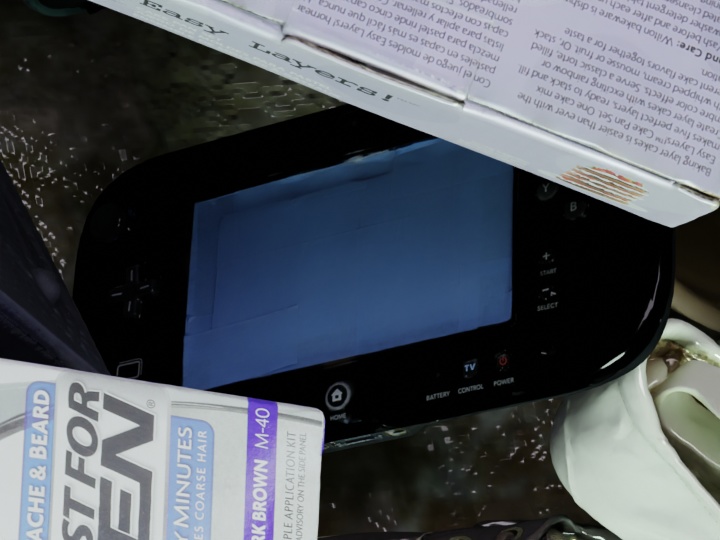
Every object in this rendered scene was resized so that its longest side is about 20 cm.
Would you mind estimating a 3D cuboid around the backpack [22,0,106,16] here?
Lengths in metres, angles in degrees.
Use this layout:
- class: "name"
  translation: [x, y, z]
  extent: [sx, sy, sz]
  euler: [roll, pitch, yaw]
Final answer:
- class: "backpack"
  translation: [-0.069, -0.175, 0.897]
  extent: [0.176, 0.200, 0.153]
  euler: [-39, 73, -12]

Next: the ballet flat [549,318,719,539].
- class: "ballet flat"
  translation: [0.141, 0.082, 0.802]
  extent: [0.200, 0.070, 0.069]
  euler: [35, 58, 11]

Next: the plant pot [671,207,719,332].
- class: "plant pot"
  translation: [0.129, -0.084, 0.931]
  extent: [0.200, 0.201, 0.093]
  euler: [-20, 25, -23]

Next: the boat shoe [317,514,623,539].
- class: "boat shoe"
  translation: [0.047, 0.099, 0.843]
  extent: [0.199, 0.065, 0.073]
  euler: [3, 58, -12]

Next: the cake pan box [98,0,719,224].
- class: "cake pan box"
  translation: [0.026, -0.131, 0.758]
  extent: [0.199, 0.052, 0.185]
  euler: [20, 79, -7]

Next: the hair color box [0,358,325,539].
- class: "hair color box"
  translation: [-0.111, 0.079, 0.752]
  extent: [0.199, 0.065, 0.110]
  euler: [9, 70, -22]

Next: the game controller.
- class: "game controller"
  translation: [0.000, 0.000, 0.842]
  extent: [0.199, 0.042, 0.105]
  euler: [-14, 51, 30]

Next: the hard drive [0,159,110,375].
- class: "hard drive"
  translation: [-0.147, -0.054, 0.853]
  extent: [0.042, 0.135, 0.200]
  euler: [-33, 63, 4]
